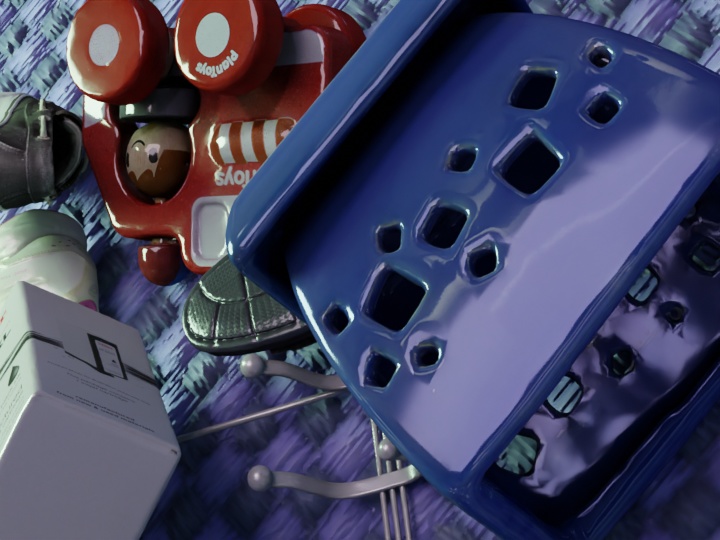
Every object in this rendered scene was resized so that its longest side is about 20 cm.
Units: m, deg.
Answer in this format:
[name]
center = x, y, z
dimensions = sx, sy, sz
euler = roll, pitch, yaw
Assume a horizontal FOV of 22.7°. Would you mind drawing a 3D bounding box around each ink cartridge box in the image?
[ink cartridge box]
center = -0.172, 0.108, 0.948
dimensions = 0.147, 0.084, 0.200
euler = -63, 19, 7

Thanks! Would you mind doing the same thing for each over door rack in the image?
[over door rack]
center = -0.058, 0.127, 0.933
dimensions = 0.199, 0.067, 0.149
euler = -25, 51, 24

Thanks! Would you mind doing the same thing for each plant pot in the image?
[plant pot]
center = 0.068, -0.008, 0.797
dimensions = 0.180, 0.200, 0.200
euler = 40, 90, 27

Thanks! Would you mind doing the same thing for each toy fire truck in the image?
[toy fire truck]
center = -0.087, -0.077, 1.058
dimensions = 0.199, 0.112, 0.169
euler = -2, 85, 34

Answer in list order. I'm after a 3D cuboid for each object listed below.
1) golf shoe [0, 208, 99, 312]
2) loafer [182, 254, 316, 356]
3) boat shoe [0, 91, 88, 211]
[golf shoe]
center = -0.242, 0.052, 1.116
dimensions = 0.200, 0.075, 0.092
euler = -44, 50, 10
[loafer]
center = 0.000, 0.000, 0.958
dimensions = 0.199, 0.063, 0.072
euler = -28, 52, 17
[boat shoe]
center = -0.203, -0.072, 1.127
dimensions = 0.063, 0.071, 0.200
euler = -4, 14, -1
